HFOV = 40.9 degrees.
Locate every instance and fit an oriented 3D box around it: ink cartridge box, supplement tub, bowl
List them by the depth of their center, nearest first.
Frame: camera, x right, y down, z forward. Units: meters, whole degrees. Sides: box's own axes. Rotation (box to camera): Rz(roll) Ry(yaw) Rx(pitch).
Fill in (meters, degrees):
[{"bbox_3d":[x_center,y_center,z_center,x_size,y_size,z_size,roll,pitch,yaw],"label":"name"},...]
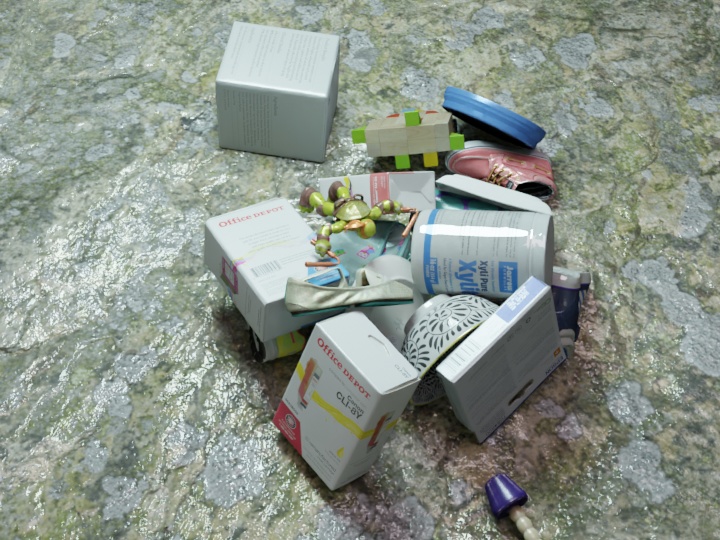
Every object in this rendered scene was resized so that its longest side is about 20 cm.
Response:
[{"bbox_3d":[-0.024,0.179,1.342,0.083,0.201,0.145,-16,51,-45],"label":"ink cartridge box"},{"bbox_3d":[0.207,0.133,1.389,0.199,0.201,0.041,-42,52,-13],"label":"ink cartridge box"},{"bbox_3d":[0.126,0.097,1.425,0.200,0.201,0.094,-28,65,-25],"label":"bowl"},{"bbox_3d":[0.183,-0.025,1.441,0.198,0.133,0.133,3,50,18],"label":"supplement tub"},{"bbox_3d":[-0.130,-0.006,1.449,0.144,0.085,0.200,-18,50,-28],"label":"ink cartridge box"},{"bbox_3d":[0.012,-0.124,1.586,0.199,0.068,0.116,-1,4,45],"label":"ink cartridge box"},{"bbox_3d":[0.239,-0.274,1.754,0.199,0.200,0.040,27,97,14],"label":"bowl"}]

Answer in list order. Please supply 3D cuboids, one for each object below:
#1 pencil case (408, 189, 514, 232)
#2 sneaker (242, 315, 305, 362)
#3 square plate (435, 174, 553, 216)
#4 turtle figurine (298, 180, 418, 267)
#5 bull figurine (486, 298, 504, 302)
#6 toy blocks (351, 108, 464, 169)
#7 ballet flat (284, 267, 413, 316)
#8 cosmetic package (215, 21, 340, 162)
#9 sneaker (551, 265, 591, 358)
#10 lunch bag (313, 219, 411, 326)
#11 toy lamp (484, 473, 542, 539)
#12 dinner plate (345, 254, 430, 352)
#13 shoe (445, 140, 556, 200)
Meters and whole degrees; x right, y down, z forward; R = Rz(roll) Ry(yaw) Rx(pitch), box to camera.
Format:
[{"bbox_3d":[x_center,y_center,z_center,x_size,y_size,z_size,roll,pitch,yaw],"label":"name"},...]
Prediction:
[{"bbox_3d":[0.185,-0.070,1.600,0.198,0.093,0.085,19,25,22],"label":"pencil case"},{"bbox_3d":[-0.137,0.056,1.522,0.089,0.078,0.201,-2,56,-21],"label":"sneaker"},{"bbox_3d":[0.228,-0.125,1.635,0.196,0.200,0.029,18,93,7],"label":"square plate"},{"bbox_3d":[-0.028,-0.081,1.434,0.199,0.065,0.161,-29,38,-21],"label":"turtle figurine"},{"bbox_3d":[0.174,0.018,1.572,0.199,0.066,0.121,24,23,22],"label":"bull figurine"},{"bbox_3d":[0.095,-0.254,1.753,0.198,0.101,0.137,-3,22,13],"label":"toy blocks"},{"bbox_3d":[-0.011,0.025,1.357,0.198,0.067,0.063,-5,90,-25],"label":"ballet flat"},{"bbox_3d":[-0.147,-0.322,1.746,0.198,0.167,0.168,9,52,2],"label":"cosmetic package"},{"bbox_3d":[0.318,0.071,1.554,0.080,0.148,0.200,11,7,15],"label":"sneaker"},{"bbox_3d":[0.000,0.000,1.544,0.159,0.077,0.201,3,49,22],"label":"lunch bag"},{"bbox_3d":[0.237,0.370,1.323,0.058,0.058,0.201,-20,56,-20],"label":"toy lamp"},{"bbox_3d":[0.051,0.077,1.455,0.024,0.201,0.200,2,40,44],"label":"dinner plate"},{"bbox_3d":[0.253,-0.174,1.730,0.198,0.072,0.091,5,42,-8],"label":"shoe"}]
